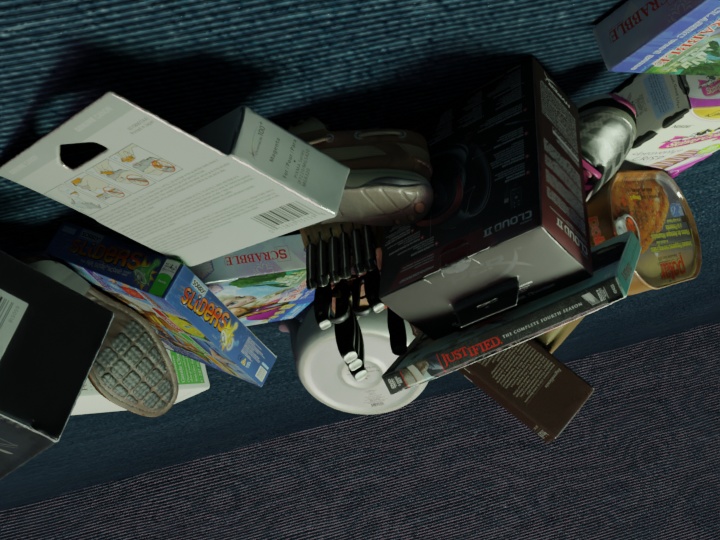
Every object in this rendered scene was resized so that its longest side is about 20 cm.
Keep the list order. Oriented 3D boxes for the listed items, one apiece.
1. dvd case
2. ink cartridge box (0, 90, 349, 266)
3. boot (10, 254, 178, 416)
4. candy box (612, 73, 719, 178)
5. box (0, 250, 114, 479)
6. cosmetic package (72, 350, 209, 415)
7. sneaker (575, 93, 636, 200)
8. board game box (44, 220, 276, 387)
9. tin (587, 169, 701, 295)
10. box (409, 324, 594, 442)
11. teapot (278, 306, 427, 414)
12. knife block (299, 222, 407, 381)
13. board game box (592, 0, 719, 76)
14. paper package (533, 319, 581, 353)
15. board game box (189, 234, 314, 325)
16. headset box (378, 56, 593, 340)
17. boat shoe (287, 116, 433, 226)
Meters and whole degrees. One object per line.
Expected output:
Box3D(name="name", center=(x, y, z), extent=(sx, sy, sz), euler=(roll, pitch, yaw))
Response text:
Box3D(name="dvd case", center=(0.124, 0.032, 0.804), extent=(0.200, 0.022, 0.146), euler=(-27, -175, 25))
Box3D(name="ink cartridge box", center=(-0.136, -0.070, 0.702), extent=(0.173, 0.044, 0.200), euler=(29, 153, -32))
Box3D(name="boot", center=(-0.244, 0.051, 0.891), extent=(0.075, 0.200, 0.097), euler=(-49, -143, -17))
Box3D(name="candy box", center=(0.286, -0.135, 0.957), extent=(0.136, 0.061, 0.200), euler=(-8, 163, -28))
Box3D(name="box", center=(-0.326, 0.062, 0.755), extent=(0.197, 0.118, 0.200), euler=(33, 142, -22))
Box3D(name="cosmetic package", center=(-0.283, 0.105, 1.164), extent=(0.085, 0.108, 0.200), euler=(-25, 165, 31))
Box3D(name="sneaker", center=(0.163, -0.059, 0.852), extent=(0.074, 0.087, 0.200), euler=(35, 114, -19))
Box3D(name="board game box", center=(-0.172, 0.034, 0.898), extent=(0.135, 0.034, 0.200), euler=(18, 161, 26))
Box3D(name="tin", center=(0.265, -0.035, 0.941), extent=(0.042, 0.112, 0.200), euler=(-25, 169, 36))
Box3D(name="box", center=(0.150, 0.097, 1.094), extent=(0.075, 0.200, 0.100), euler=(-52, 167, -6))
Box3D(name="teapot", center=(0.010, 0.085, 1.345), extent=(0.200, 0.146, 0.197), euler=(23, 130, -14))
Box3D(name="knife block", center=(0.000, 0.000, 0.868), extent=(0.064, 0.176, 0.200), euler=(-17, 177, 10))
Box3D(name="board game box", center=(0.311, -0.210, 0.738), extent=(0.199, 0.041, 0.200), euler=(-6, 163, -34))
Box3D(name="paper package", center=(0.235, -0.005, 1.154), extent=(0.200, 0.103, 0.191), euler=(-47, 165, -4))
Box3D(name="board game box", center=(-0.133, 0.019, 1.096), extent=(0.199, 0.041, 0.200), euler=(-8, 163, -27))
Box3D(name="headset box", center=(0.095, -0.048, 0.786), extent=(0.149, 0.200, 0.075), euler=(-26, 132, 33))
Box3D(name="boat shoe", center=(-0.040, -0.079, 0.784), extent=(0.200, 0.072, 0.076), euler=(4, 156, 9))
